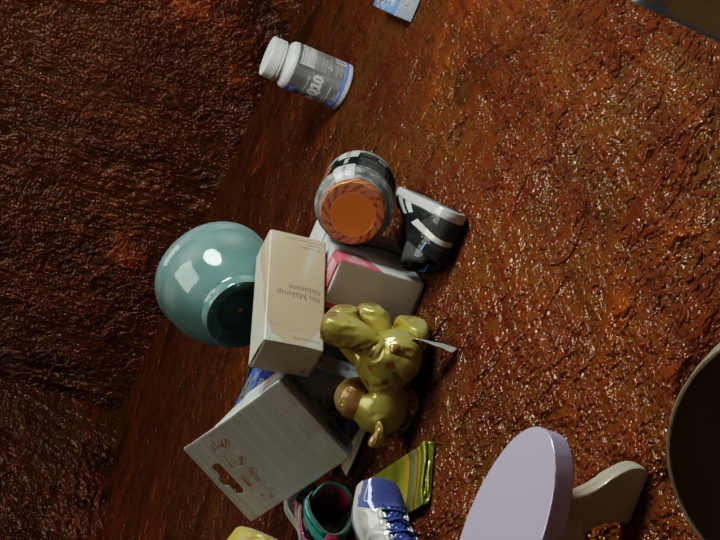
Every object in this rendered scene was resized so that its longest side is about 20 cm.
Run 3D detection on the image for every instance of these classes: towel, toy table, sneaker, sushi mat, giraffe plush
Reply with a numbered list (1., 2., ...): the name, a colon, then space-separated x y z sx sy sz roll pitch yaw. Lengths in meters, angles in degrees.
1. towel: 0.044 0.300 1.319 0.200 0.018 0.086 -46 30 52
2. toy table: 0.169 0.247 0.857 0.200 0.117 0.184 -65 19 14
3. sneaker: 0.052 0.340 1.177 0.115 0.080 0.200 -47 36 43
4. sneaker: -0.063 0.352 1.459 0.200 0.083 0.121 -114 41 -54
5. sushi mat: 0.004 0.216 1.523 0.200 0.012 0.096 -69 19 6
6. giraffe plush: 0.027 0.151 1.357 0.200 0.172 0.162 23 107 37
7. sneaker: 0.082 -0.057 1.473 0.112 0.073 0.200 -67 20 6

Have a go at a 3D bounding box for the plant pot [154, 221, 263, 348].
1. plant pot: -0.209 0.040 1.541 0.134 0.200 0.201 43 114 51

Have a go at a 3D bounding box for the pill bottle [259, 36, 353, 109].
1. pill bottle: -0.127 -0.464 2.274 0.114 0.200 0.114 -55 24 39

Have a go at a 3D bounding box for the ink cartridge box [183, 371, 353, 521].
1. ink cartridge box: -0.136 0.261 1.448 0.200 0.162 0.050 -36 13 21

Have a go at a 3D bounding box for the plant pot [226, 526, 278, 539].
1. plant pot: -0.176 0.509 1.495 0.189 0.201 0.201 -62 13 -27

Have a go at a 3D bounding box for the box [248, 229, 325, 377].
1. box: -0.105 0.048 1.425 0.078 0.095 0.200 122 153 -47

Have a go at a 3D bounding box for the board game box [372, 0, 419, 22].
1. board game box: 0.103 -0.630 2.032 0.200 0.043 0.199 -66 20 14

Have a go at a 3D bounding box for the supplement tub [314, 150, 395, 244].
1. supplement tub: -0.007 -0.113 1.519 0.200 0.122 0.123 -80 14 -74

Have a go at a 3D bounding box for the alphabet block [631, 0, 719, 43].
1. alphabet block: 0.330 -0.312 0.837 0.197 0.195 0.200 -105 37 -56

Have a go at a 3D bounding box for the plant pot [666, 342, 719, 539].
1. plant pot: 0.299 0.090 0.578 0.134 0.200 0.200 -36 -16 -52

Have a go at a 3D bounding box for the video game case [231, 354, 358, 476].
1. video game case: -0.095 0.214 1.496 0.045 0.181 0.200 -102 34 -56

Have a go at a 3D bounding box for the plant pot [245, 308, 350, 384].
1. plant pot: -0.075 0.126 1.580 0.201 0.161 0.201 -157 90 -80

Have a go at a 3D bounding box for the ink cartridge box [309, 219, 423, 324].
1. ink cartridge box: 0.000 0.000 1.535 0.200 0.145 0.085 -121 50 -66
